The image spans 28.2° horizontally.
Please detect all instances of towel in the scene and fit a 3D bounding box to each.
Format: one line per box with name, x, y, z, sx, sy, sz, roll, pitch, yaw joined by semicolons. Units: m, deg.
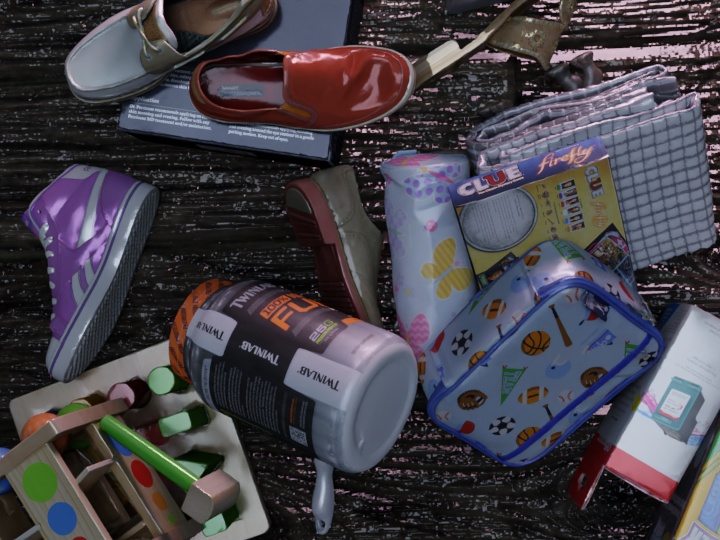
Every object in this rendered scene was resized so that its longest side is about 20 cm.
towel;0.205;-0.080;1.264;0.198;0.086;0.166;-18;128;3

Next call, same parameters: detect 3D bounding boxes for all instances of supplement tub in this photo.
supplement tub;-0.061;0.083;1.231;0.199;0.122;0.123;21;90;28

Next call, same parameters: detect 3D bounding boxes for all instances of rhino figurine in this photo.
rhino figurine;0.143;-0.116;1.317;0.199;0.060;0.088;-29;97;6

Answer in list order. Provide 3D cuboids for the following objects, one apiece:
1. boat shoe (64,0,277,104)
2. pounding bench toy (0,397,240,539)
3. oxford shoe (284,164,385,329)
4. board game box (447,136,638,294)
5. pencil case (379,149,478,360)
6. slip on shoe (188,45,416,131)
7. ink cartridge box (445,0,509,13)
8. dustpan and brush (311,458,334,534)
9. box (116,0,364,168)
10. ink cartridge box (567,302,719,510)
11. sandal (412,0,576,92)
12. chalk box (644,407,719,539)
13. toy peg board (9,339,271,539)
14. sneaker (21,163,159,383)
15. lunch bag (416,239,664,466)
boat shoe;-0.170;-0.208;1.234;0.199;0.068;0.075;-27;87;3
pounding bench toy;-0.216;0.179;1.213;0.199;0.124;0.157;-36;82;17
oxford shoe;0.000;0.000;1.312;0.074;0.070;0.201;-28;109;-27
board game box;0.164;-0.007;1.235;0.134;0.035;0.201;-18;128;3
pencil case;0.064;-0.007;1.289;0.082;0.091;0.202;-8;102;-15
slip on shoe;-0.051;-0.159;1.229;0.198;0.061;0.075;-1;87;2
ink cartridge box;0.105;-0.348;1.284;0.083;0.145;0.202;-10;87;-1
dustpan and brush;-0.037;0.146;1.320;0.139;0.057;0.202;7;91;30
box;-0.105;-0.199;1.315;0.198;0.104;0.184;9;90;4
ink cartridge box;0.263;0.132;1.272;0.067;0.116;0.201;29;91;2
sandal;0.145;-0.208;1.316;0.211;0.078;0.070;-32;89;11
chalk box;0.330;0.232;1.261;0.123;0.124;0.201;22;91;4
toy peg board;-0.211;0.181;1.312;0.198;0.098;0.202;-20;86;3
sneaker;-0.275;-0.002;1.341;0.113;0.073;0.202;19;78;8
lunch bag;0.158;0.075;1.227;0.200;0.076;0.160;-42;125;20
